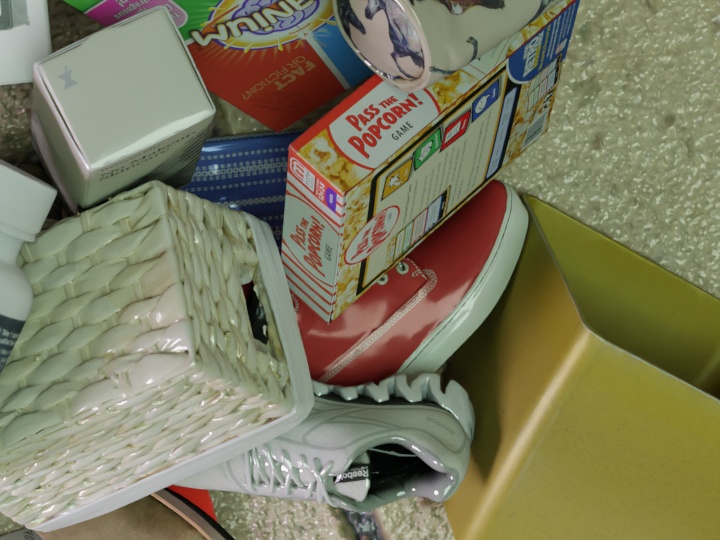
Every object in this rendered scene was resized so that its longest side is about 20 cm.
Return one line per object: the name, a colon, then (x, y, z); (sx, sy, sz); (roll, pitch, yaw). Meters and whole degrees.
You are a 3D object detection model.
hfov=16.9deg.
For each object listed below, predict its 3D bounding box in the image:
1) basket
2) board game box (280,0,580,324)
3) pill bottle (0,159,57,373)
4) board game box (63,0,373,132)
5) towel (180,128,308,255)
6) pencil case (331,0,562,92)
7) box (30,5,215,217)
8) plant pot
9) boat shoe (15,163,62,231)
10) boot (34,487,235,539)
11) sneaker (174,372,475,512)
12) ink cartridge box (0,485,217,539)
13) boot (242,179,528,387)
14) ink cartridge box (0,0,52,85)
basket: (-0.148, 0.048, 1.390); (0.199, 0.136, 0.123); (-24, 153, 19)
board game box: (0.040, -0.077, 1.420); (0.046, 0.152, 0.200); (41, 65, 17)
pill bottle: (-0.245, 0.027, 1.305); (0.119, 0.120, 0.201); (27, 90, -20)
board game box: (-0.055, -0.167, 1.379); (0.153, 0.040, 0.200); (-30, 143, 27)
towel: (-0.081, 0.016, 1.511); (0.144, 0.024, 0.201); (-7, 107, -13)
pencil case: (0.076, -0.179, 1.345); (0.200, 0.078, 0.090); (-36, 107, -21)
box: (-0.136, -0.081, 1.365); (0.082, 0.200, 0.069); (-26, 86, -10)
plant pot: (0.150, 0.102, 1.515); (0.199, 0.200, 0.177); (28, 109, -20)
boat shoe: (-0.274, -0.016, 1.439); (0.201, 0.075, 0.075); (-12, 73, -4)
boot: (-0.131, 0.166, 1.490); (0.200, 0.074, 0.076); (36, 80, 3)
sneaker: (-0.030, 0.107, 1.450); (0.199, 0.081, 0.075); (-4, 124, 2)
ink cartridge box: (-0.171, 0.235, 1.537); (0.199, 0.050, 0.163); (-17, 109, -6)
boot: (0.000, 0.000, 1.491); (0.144, 0.072, 0.200); (39, 90, -24)
ink cartridge box: (-0.216, -0.173, 1.374); (0.067, 0.116, 0.201); (-6, 108, -11)
